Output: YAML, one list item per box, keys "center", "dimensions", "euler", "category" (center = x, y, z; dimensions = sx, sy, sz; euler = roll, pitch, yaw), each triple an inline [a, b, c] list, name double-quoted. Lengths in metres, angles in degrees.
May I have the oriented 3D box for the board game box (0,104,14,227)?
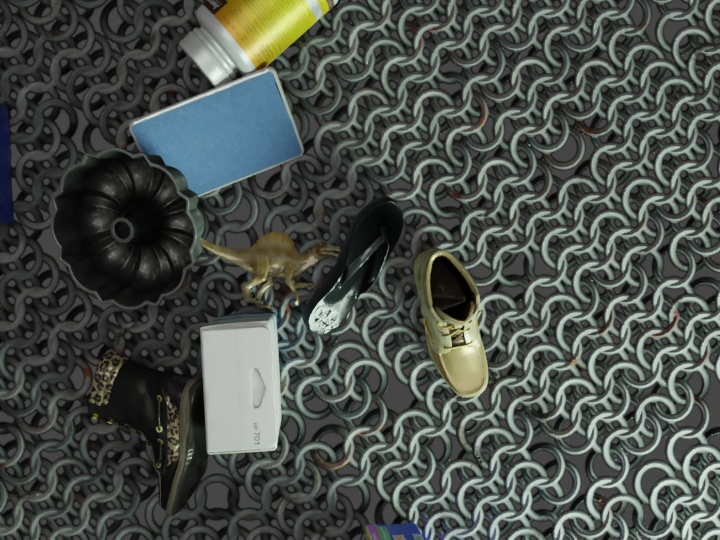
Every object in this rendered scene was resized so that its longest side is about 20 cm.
- center: [-0.553, -0.131, 1.183]
  dimensions: [0.197, 0.097, 0.162]
  euler: [-2, 91, -2]
  category: "board game box"

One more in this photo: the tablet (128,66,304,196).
- center: [-0.182, -0.169, 1.206]
  dimensions: [0.198, 0.014, 0.131]
  euler: [-21, 124, -1]
  category: "tablet"

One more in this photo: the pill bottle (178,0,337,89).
- center: [-0.130, -0.322, 1.188]
  dimensions: [0.200, 0.109, 0.109]
  euler: [-42, 92, -1]
  category: "pill bottle"

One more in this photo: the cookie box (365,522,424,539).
- center: [0.048, 0.437, 1.171]
  dimensions: [0.074, 0.171, 0.203]
  euler: [1, 90, -5]
  category: "cookie box"

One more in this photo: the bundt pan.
- center: [-0.284, -0.058, 1.183]
  dimensions: [0.199, 0.076, 0.205]
  euler: [3, 105, 13]
  category: "bundt pan"

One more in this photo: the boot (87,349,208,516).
- center: [-0.271, 0.204, 1.203]
  dimensions: [0.149, 0.073, 0.202]
  euler: [20, 118, 15]
  category: "boot"

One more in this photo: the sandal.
- center: [0.000, 0.001, 1.213]
  dimensions: [0.076, 0.043, 0.202]
  euler: [24, 99, -42]
  category: "sandal"

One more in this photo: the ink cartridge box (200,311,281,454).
- center: [-0.141, 0.130, 1.146]
  dimensions: [0.084, 0.200, 0.149]
  euler: [-3, 90, -2]
  category: "ink cartridge box"

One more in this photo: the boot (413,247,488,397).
- center: [0.120, 0.069, 1.175]
  dimensions: [0.072, 0.155, 0.203]
  euler: [-15, 91, -2]
  category: "boot"

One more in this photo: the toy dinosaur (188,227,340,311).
- center: [-0.126, -0.003, 1.228]
  dimensions: [0.197, 0.058, 0.103]
  euler: [3, 75, -3]
  category: "toy dinosaur"
